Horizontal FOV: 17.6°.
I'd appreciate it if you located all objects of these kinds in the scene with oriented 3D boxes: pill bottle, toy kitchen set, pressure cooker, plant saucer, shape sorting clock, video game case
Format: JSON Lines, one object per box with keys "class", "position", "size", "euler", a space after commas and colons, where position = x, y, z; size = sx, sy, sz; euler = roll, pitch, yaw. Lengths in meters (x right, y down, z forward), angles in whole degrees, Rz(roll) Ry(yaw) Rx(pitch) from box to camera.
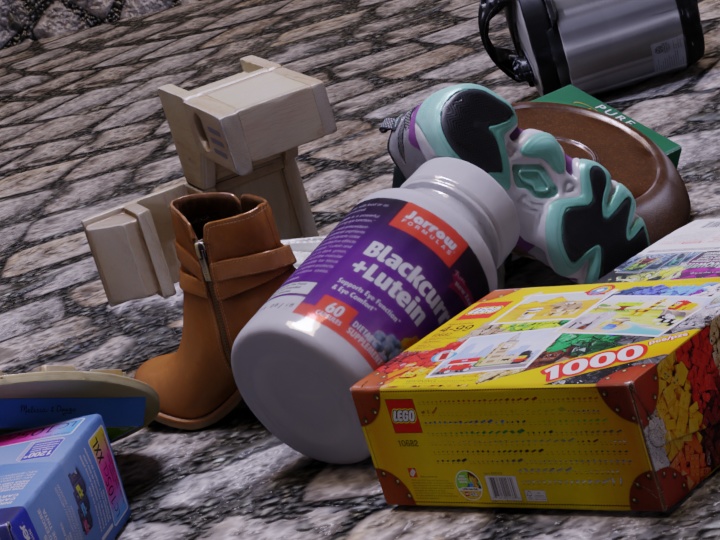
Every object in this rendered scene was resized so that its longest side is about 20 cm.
{"class": "pill bottle", "position": [0.017, 0.018, 1.465], "size": [0.111, 0.111, 0.200], "euler": [-4, 34, 43]}
{"class": "toy kitchen set", "position": [-0.101, -0.028, 1.687], "size": [0.163, 0.200, 0.180], "euler": [-21, 17, -14]}
{"class": "pressure cooker", "position": [0.209, -0.250, 2.201], "size": [0.200, 0.176, 0.179], "euler": [-18, 18, 4]}
{"class": "plant saucer", "position": [0.145, -0.072, 1.708], "size": [0.200, 0.032, 0.200], "euler": [5, 33, -3]}
{"class": "shape sorting clock", "position": [-0.230, 0.098, 1.515], "size": [0.200, 0.039, 0.200], "euler": [-7, -15, -2]}
{"class": "video game case", "position": [0.241, 0.010, 1.465], "size": [0.200, 0.036, 0.181], "euler": [-3, 21, 46]}

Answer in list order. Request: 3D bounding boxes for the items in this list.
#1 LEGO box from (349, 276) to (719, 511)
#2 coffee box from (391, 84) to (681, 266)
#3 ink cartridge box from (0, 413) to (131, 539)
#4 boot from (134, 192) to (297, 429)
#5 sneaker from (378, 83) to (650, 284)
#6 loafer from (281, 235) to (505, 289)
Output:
{"class": "LEGO box", "position": [0.121, 0.068, 1.309], "size": [0.200, 0.077, 0.149], "euler": [-4, 20, 42]}
{"class": "coffee box", "position": [0.136, -0.074, 1.777], "size": [0.123, 0.044, 0.200], "euler": [31, 41, 34]}
{"class": "ink cartridge box", "position": [-0.232, 0.165, 1.374], "size": [0.136, 0.076, 0.200], "euler": [-13, 16, 16]}
{"class": "boot", "position": [-0.103, 0.026, 1.565], "size": [0.200, 0.155, 0.077], "euler": [0, 30, 48]}
{"class": "sneaker", "position": [0.098, -0.051, 1.598], "size": [0.078, 0.200, 0.140], "euler": [-54, 19, -19]}
{"class": "loafer", "position": [0.000, 0.000, 1.616], "size": [0.200, 0.070, 0.070], "euler": [5, 54, -3]}
